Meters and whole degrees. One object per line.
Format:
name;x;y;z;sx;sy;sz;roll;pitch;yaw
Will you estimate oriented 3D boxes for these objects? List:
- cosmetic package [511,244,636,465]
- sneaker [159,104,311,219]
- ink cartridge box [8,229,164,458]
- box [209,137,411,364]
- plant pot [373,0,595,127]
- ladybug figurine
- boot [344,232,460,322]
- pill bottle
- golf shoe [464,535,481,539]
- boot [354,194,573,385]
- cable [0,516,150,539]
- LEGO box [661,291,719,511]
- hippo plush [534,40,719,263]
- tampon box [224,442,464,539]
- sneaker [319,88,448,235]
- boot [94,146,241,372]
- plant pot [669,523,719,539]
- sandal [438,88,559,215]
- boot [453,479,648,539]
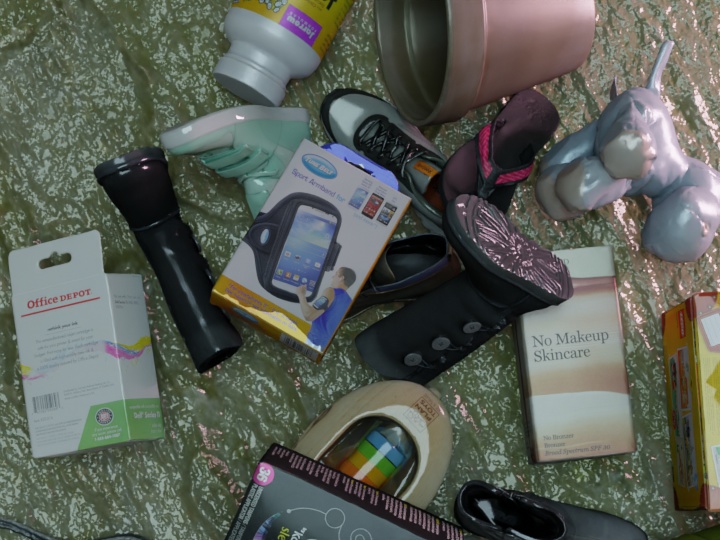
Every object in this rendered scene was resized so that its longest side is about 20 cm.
cosmetic package;0.202;0.083;1.713;0.103;0.087;0.201;-7;82;-1
sneaker;-0.105;-0.093;1.687;0.073;0.200;0.119;-12;88;36
ink cartridge box;-0.262;0.071;1.690;0.117;0.067;0.201;-12;82;25
box;-0.040;-0.029;1.647;0.119;0.041;0.201;29;73;2
plant pot;0.125;-0.247;1.721;0.173;0.200;0.201;-7;82;-20
ladybug figurine;0.006;0.189;1.700;0.200;0.072;0.136;-43;86;-6
boot;0.000;0.000;1.708;0.199;0.097;0.075;-9;68;-4
pill bottle;-0.067;-0.262;1.744;0.104;0.104;0.201;27;82;2
golf shoe;0.117;0.351;1.673;0.075;0.092;0.201;-17;84;-6
boot;0.071;0.024;1.646;0.165;0.200;0.066;36;41;-32
cable;-0.276;0.273;1.690;0.199;0.050;0.097;28;81;1
LEGO box;0.342;0.127;1.680;0.077;0.149;0.201;-2;83;-2
hippo plush;0.276;-0.082;1.733;0.161;0.159;0.200;45;40;-13
tampon box;-0.024;0.268;1.592;0.199;0.126;0.151;24;94;2
sneaker;0.044;-0.111;1.740;0.200;0.079;0.074;41;85;5
boot;-0.178;-0.007;1.670;0.065;0.165;0.201;-21;83;3
plant pot;0.390;0.306;1.650;0.192;0.200;0.201;-24;83;-17
sandal;0.139;-0.115;1.716;0.075;0.045;0.200;40;55;-6
boot;0.182;0.247;1.667;0.199;0.132;0.070;12;81;0
